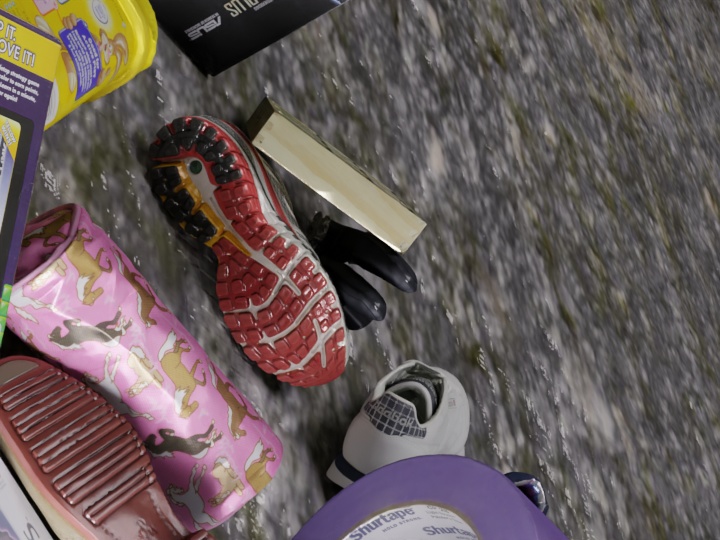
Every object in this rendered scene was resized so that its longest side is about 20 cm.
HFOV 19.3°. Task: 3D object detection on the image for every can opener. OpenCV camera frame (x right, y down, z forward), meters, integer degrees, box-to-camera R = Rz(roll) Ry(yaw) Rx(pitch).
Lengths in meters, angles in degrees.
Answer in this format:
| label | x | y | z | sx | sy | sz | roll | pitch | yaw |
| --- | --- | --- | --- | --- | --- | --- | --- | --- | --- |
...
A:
| label | x | y | z | sx | sy | sz | roll | pitch | yaw |
| --- | --- | --- | --- | --- | --- | --- | --- | --- | --- |
| can opener | 0.000 | 0.000 | 1.450 | 0.079 | 0.063 | 0.200 | 41 | -8 | -13 |

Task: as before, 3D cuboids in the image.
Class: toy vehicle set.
| label | x | y | z | sx | sy | sz | roll | pitch | yaw |
| --- | --- | --- | --- | --- | --- | --- | --- | --- | --- |
| toy vehicle set | -0.021 | -0.069 | 1.468 | 0.124 | 0.027 | 0.200 | 36 | 3 | -8 |

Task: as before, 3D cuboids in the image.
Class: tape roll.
| label | x | y | z | sx | sy | sz | roll | pitch | yaw |
| --- | --- | --- | --- | --- | --- | --- | --- | --- | --- |
| tape roll | 0.037 | 0.211 | 1.210 | 0.085 | 0.199 | 0.201 | 44 | 29 | -37 |

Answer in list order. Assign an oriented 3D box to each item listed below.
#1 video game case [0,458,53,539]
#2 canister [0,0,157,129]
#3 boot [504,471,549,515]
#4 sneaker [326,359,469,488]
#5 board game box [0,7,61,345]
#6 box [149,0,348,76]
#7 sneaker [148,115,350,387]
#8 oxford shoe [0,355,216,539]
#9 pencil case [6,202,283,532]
| label | x | y | z | sx | sy | sz | roll | pitch | yaw |
| --- | --- | --- | --- | --- | --- | --- | --- | --- | --- |
| video game case | -0.173 | 0.195 | 0.997 | 0.183 | 0.023 | 0.200 | 59 | 23 | -12 |
| canister | -0.209 | -0.146 | 1.212 | 0.149 | 0.086 | 0.200 | 59 | 24 | -10 |
| boot | 0.059 | 0.177 | 1.444 | 0.073 | 0.090 | 0.200 | 65 | 22 | 3 |
| sneaker | 0.042 | 0.098 | 1.477 | 0.076 | 0.081 | 0.200 | 22 | 19 | 9 |
| board game box | -0.236 | -0.063 | 1.004 | 0.200 | 0.056 | 0.166 | 25 | 71 | -58 |
| box | -0.067 | -0.265 | 1.553 | 0.086 | 0.163 | 0.200 | 46 | 27 | -36 |
| sneaker | -0.061 | -0.018 | 1.409 | 0.201 | 0.078 | 0.082 | 63 | 20 | -2 |
| oxford shoe | -0.138 | 0.134 | 1.101 | 0.070 | 0.075 | 0.200 | -26 | 72 | -45 |
| pencil case | -0.128 | 0.054 | 1.166 | 0.200 | 0.086 | 0.083 | 52 | 22 | -25 |
